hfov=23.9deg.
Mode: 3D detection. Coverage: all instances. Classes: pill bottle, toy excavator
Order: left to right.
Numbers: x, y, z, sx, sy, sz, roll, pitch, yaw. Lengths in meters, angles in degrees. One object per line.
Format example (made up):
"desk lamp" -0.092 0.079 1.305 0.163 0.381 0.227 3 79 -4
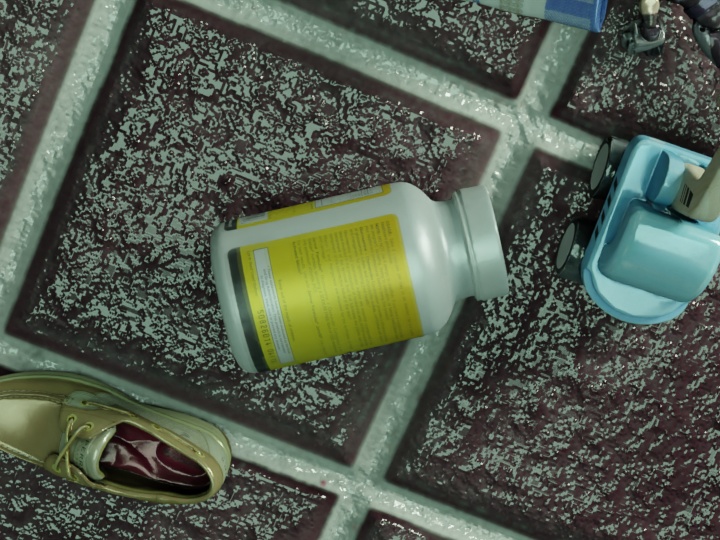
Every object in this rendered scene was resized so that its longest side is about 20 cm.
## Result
"pill bottle" 0.000 0.000 1.212 0.200 0.112 0.112 -12 105 2
"toy excavator" 0.222 -0.043 1.163 0.100 0.200 0.195 18 104 -7

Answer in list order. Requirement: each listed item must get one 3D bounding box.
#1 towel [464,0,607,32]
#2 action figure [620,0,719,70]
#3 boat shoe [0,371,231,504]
"towel" 0.087 -0.252 1.140 0.200 0.024 0.147 21 108 29
"action figure" 0.253 -0.177 1.199 0.130 0.069 0.200 -37 92 15
"boat shoe" -0.194 0.126 1.263 0.200 0.066 0.074 12 104 -5
